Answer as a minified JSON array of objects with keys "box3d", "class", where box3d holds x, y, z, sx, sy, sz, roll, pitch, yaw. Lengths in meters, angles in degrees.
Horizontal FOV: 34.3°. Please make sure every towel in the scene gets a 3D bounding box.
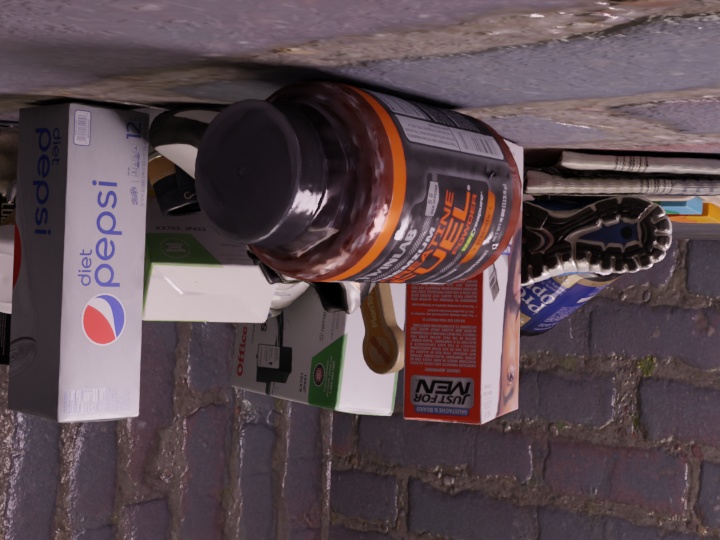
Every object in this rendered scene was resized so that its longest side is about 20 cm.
[{"box3d":[0.230,-0.081,1.002,0.197,0.035,0.193,0,-177,5],"class":"towel"}]

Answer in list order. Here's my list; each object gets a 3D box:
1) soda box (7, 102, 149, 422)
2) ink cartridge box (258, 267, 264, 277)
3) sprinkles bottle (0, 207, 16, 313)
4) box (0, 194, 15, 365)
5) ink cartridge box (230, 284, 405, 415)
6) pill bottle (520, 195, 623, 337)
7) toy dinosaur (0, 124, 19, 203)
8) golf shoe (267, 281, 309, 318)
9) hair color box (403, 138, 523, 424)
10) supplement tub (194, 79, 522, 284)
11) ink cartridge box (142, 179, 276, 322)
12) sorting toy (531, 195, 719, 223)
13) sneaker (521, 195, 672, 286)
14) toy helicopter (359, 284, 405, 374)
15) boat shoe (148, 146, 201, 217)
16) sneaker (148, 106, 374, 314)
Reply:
[{"box3d":[-0.186,-0.005,0.766,0.063,0.203,0.068,1,-178,-45],"class":"soda box"},{"box3d":[-0.043,-0.065,0.872,0.107,0.051,0.201,2,147,14],"class":"ink cartridge box"},{"box3d":[-0.268,-0.038,1.011,0.067,0.069,0.201,2,-153,8],"class":"sprinkles bottle"},{"box3d":[-0.366,-0.014,1.142,0.162,0.203,0.086,2,179,26],"class":"box"},{"box3d":[-0.048,0.067,1.243,0.082,0.149,0.199,8,177,-38],"class":"ink cartridge box"},{"box3d":[0.183,-0.001,1.188,0.111,0.113,0.200,2,152,-26],"class":"pill bottle"},{"box3d":[-0.301,-0.086,0.921,0.198,0.078,0.102,8,171,25],"class":"toy dinosaur"},{"box3d":[-0.132,-0.027,1.144,0.199,0.079,0.097,27,146,-31],"class":"golf shoe"},{"box3d":[0.077,0.004,0.851,0.063,0.203,0.111,2,-179,21],"class":"hair color box"},{"box3d":[0.001,-0.046,0.646,0.106,0.109,0.199,2,-179,37],"class":"supplement tub"},{"box3d":[-0.150,-0.045,1.051,0.116,0.068,0.201,2,-140,-21],"class":"ink cartridge box"},{"box3d":[0.300,-0.072,1.242,0.183,0.037,0.199,2,180,33],"class":"sorting toy"},{"box3d":[0.164,-0.025,0.990,0.197,0.080,0.089,1,180,18],"class":"sneaker"},{"box3d":[0.000,0.000,1.099,0.131,0.203,0.078,-20,167,38],"class":"toy helicopter"},{"box3d":[-0.087,-0.067,0.985,0.198,0.063,0.074,2,161,-35],"class":"boat shoe"},{"box3d":[-0.058,-0.039,0.779,0.199,0.081,0.073,31,166,-25],"class":"sneaker"}]
